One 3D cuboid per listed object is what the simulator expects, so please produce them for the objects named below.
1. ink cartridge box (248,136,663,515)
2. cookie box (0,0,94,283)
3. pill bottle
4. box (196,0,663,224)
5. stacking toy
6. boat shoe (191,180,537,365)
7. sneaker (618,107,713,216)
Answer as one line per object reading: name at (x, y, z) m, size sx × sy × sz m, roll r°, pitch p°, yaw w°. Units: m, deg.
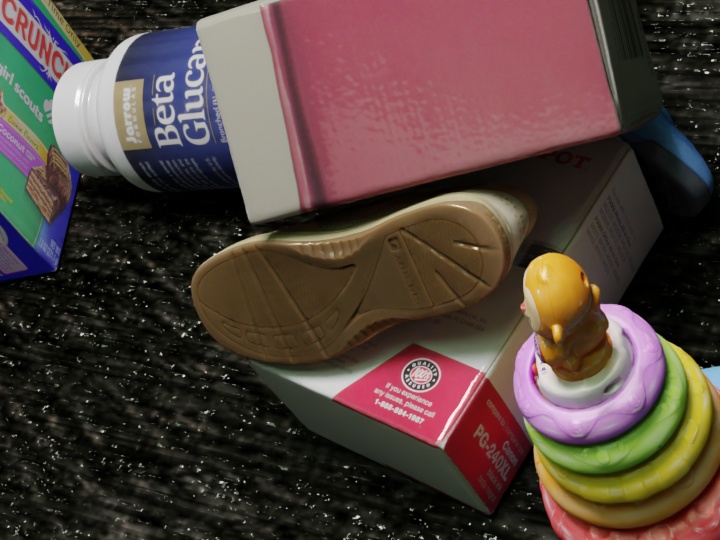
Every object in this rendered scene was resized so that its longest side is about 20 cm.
ink cartridge box at (0.057, 0.012, 0.804) m, size 0.145 × 0.083 × 0.200 m, roll 20°, pitch 67°, yaw 40°
cookie box at (-0.273, -0.120, 1.044) m, size 0.075 × 0.171 × 0.201 m, roll -11°, pitch 51°, yaw 20°
pill bottle at (-0.108, -0.110, 0.979) m, size 0.199 × 0.111 × 0.112 m, roll -2°, pitch 55°, yaw 30°
box at (0.039, -0.103, 0.736) m, size 0.199 × 0.110 × 0.128 m, roll -13°, pitch 6°, yaw 23°
stacking toy at (0.112, 0.058, 0.654) m, size 0.109 × 0.200 × 0.117 m, roll -14°, pitch 50°, yaw 20°
boat shoe at (0.000, 0.000, 0.751) m, size 0.199 × 0.072 × 0.064 m, roll -11°, pitch 16°, yaw 33°
sneaker at (0.150, -0.106, 0.855) m, size 0.078 × 0.066 × 0.200 m, roll -38°, pitch 45°, yaw -7°
